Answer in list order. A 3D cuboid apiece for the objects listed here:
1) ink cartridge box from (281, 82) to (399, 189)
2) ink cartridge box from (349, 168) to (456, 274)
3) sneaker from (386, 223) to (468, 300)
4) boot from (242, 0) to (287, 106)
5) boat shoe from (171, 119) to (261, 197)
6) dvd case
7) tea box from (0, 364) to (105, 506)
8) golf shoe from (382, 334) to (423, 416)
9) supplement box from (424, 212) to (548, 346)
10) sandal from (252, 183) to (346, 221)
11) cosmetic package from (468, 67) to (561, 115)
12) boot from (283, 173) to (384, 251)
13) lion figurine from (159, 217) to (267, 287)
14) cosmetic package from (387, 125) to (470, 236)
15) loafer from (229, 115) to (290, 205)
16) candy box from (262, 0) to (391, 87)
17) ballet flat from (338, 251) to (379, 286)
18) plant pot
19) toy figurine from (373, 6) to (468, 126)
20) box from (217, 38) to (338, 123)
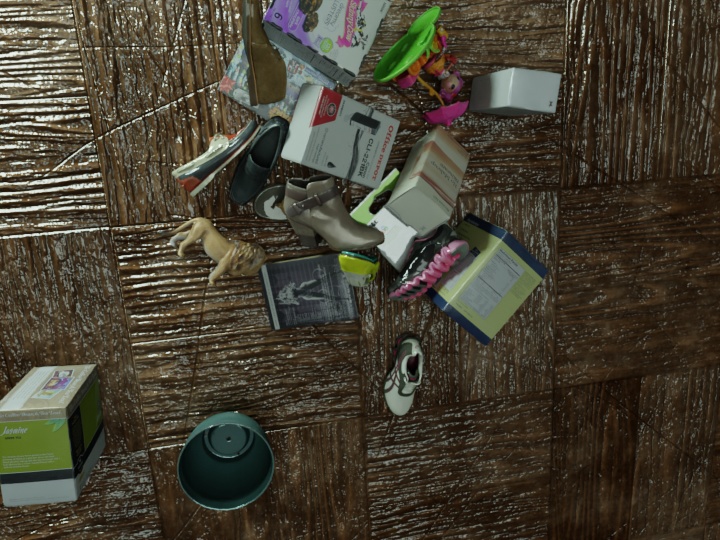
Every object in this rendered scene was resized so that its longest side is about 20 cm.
[{"bbox_3d":[-0.035,-0.258,1.082,0.198,0.083,0.146,11,102,-40],"label":"ink cartridge box"},{"bbox_3d":[0.087,-0.099,1.190,0.148,0.076,0.200,-44,104,3],"label":"ink cartridge box"},{"bbox_3d":[0.126,-0.019,1.145,0.199,0.096,0.079,-40,152,17],"label":"sneaker"},{"bbox_3d":[-0.175,-0.401,1.002,0.074,0.074,0.202,-6,133,-8],"label":"boot"},{"bbox_3d":[-0.282,-0.233,1.092,0.200,0.071,0.063,-41,105,6],"label":"boat shoe"},{"bbox_3d":[-0.113,0.045,1.192,0.197,0.016,0.151,-8,106,8],"label":"dvd case"},{"bbox_3d":[-0.607,0.316,1.096,0.132,0.200,0.200,-1,103,-10],"label":"tea box"},{"bbox_3d":[0.101,0.252,1.273,0.076,0.088,0.203,3,105,-13],"label":"golf shoe"},{"bbox_3d":[0.249,0.012,1.180,0.134,0.200,0.200,38,95,-20],"label":"supplement box"},{"bbox_3d":[-0.124,-0.129,1.149,0.197,0.055,0.083,13,101,-7],"label":"sandal"},{"bbox_3d":[0.300,-0.351,1.100,0.100,0.200,0.072,3,104,-12],"label":"cosmetic package"},{"bbox_3d":[-0.054,-0.116,1.087,0.197,0.071,0.148,-2,123,6],"label":"boot"},{"bbox_3d":[-0.297,-0.050,1.132,0.200,0.072,0.123,43,86,-13],"label":"lion figurine"},{"bbox_3d":[0.141,-0.183,1.113,0.103,0.087,0.201,38,50,-19],"label":"cosmetic package"},{"bbox_3d":[-0.204,-0.212,1.088,0.068,0.071,0.201,32,110,-11],"label":"loafer"},{"bbox_3d":[-0.065,-0.480,1.049,0.198,0.071,0.170,26,84,-16],"label":"candy box"},{"bbox_3d":[0.000,0.000,1.137,0.066,0.200,0.068,12,92,13],"label":"ballet flat"},{"bbox_3d":[-0.290,0.393,1.209,0.197,0.134,0.203,-3,105,-11],"label":"plant pot"},{"bbox_3d":[0.151,-0.391,1.121,0.184,0.149,0.201,42,69,-30],"label":"toy figurine"},{"bbox_3d":[-0.163,-0.364,1.094,0.198,0.040,0.138,28,98,-16],"label":"box"}]
